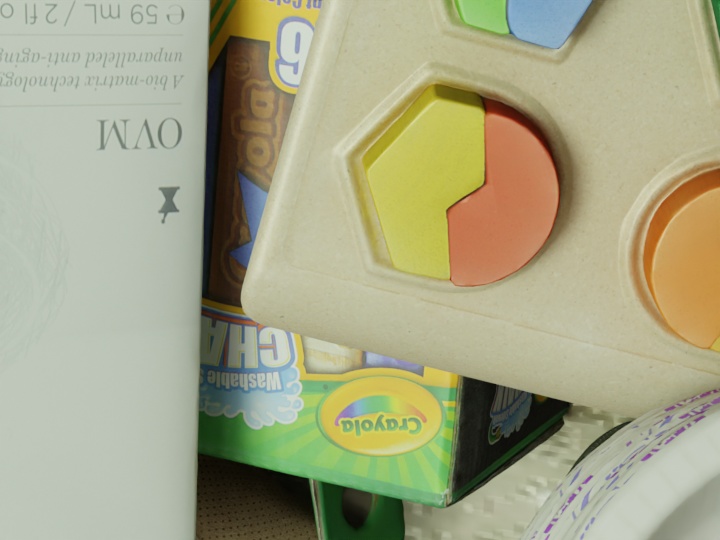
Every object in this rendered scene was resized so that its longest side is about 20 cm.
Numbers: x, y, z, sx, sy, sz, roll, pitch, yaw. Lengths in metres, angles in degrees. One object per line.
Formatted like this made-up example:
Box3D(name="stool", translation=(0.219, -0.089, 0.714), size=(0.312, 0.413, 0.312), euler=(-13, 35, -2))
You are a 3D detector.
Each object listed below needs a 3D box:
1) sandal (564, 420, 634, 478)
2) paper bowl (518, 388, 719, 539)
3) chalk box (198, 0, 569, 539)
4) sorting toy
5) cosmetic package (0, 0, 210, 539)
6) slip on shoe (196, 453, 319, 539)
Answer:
Box3D(name="sandal", translation=(0.068, 0.145, 0.924), size=(0.080, 0.057, 0.201), euler=(33, 83, 13))
Box3D(name="paper bowl", translation=(0.127, 0.131, 0.780), size=(0.200, 0.104, 0.202), euler=(1, 86, -12))
Box3D(name="chalk box", translation=(0.000, 0.000, 0.903), size=(0.123, 0.125, 0.201), euler=(12, 104, 21))
Box3D(name="sorting toy", translation=(0.077, -0.048, 0.779), size=(0.184, 0.037, 0.201), euler=(14, 113, -8))
Box3D(name="cosmetic package", translation=(-0.159, 0.008, 0.814), size=(0.123, 0.199, 0.201), euler=(15, 106, 56))
Box3D(name="slip on shoe", translation=(-0.029, 0.101, 0.948), size=(0.060, 0.076, 0.200), euler=(-27, 104, 32))
